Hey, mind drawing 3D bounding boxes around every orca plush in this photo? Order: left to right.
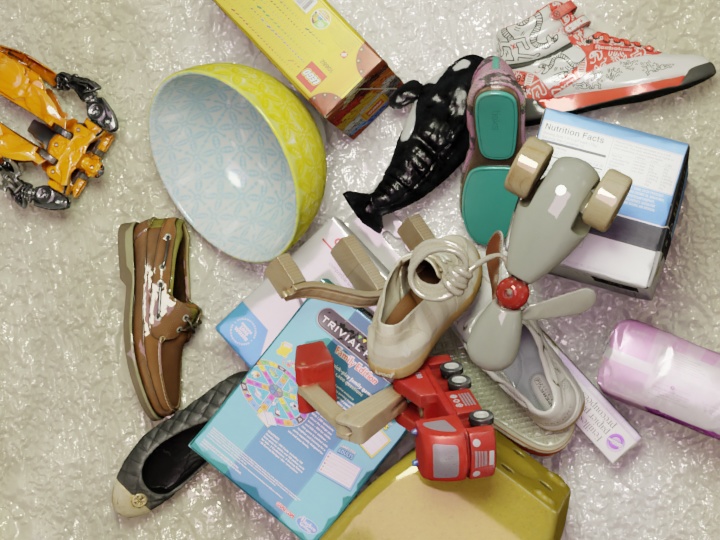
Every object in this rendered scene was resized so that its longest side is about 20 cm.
[{"bbox_3d":[0.064,-0.129,1.464,0.200,0.071,0.105,-38,95,-11],"label":"orca plush"}]

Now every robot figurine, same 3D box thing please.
[{"bbox_3d":[-0.337,-0.150,1.559,0.200,0.058,0.145,33,93,10],"label":"robot figurine"}]

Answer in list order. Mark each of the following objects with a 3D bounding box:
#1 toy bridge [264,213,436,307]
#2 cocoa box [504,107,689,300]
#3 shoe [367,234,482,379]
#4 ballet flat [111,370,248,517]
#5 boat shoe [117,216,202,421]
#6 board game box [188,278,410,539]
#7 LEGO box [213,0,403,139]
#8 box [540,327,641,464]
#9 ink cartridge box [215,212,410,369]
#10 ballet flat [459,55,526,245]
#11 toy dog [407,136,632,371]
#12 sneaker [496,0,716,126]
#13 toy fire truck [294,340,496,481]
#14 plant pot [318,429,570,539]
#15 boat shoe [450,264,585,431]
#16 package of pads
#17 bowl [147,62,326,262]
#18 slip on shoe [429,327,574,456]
[{"bbox_3d":[0.000,0.000,1.420,0.067,0.200,0.027,56,134,15],"label":"toy bridge"},{"bbox_3d":[0.217,-0.056,1.391,0.133,0.200,0.131,16,89,12],"label":"cocoa box"},{"bbox_3d":[0.058,0.018,1.375,0.070,0.200,0.053,2,124,24],"label":"shoe"},{"bbox_3d":[-0.167,0.173,1.505,0.200,0.057,0.066,-42,122,7],"label":"ballet flat"},{"bbox_3d":[-0.192,0.045,1.518,0.068,0.072,0.200,-9,86,9],"label":"boat shoe"},{"bbox_3d":[-0.037,0.132,1.435,0.151,0.047,0.200,39,94,5],"label":"board game box"},{"bbox_3d":[-0.060,-0.230,1.473,0.077,0.149,0.200,-44,81,5],"label":"LEGO box"},{"bbox_3d":[0.185,0.097,1.470,0.039,0.041,0.200,-43,81,5],"label":"box"},{"bbox_3d":[-0.026,0.029,1.494,0.200,0.068,0.116,-44,83,4],"label":"ink cartridge box"},{"bbox_3d":[0.128,-0.116,1.451,0.069,0.200,0.071,4,44,8],"label":"ballet flat"},{"bbox_3d":[0.147,-0.021,1.271,0.132,0.096,0.200,49,114,8],"label":"toy dog"},{"bbox_3d":[0.228,-0.209,1.466,0.201,0.067,0.108,-12,88,11],"label":"sneaker"},{"bbox_3d":[0.025,0.119,1.319,0.141,0.200,0.049,-8,115,-10],"label":"toy fire truck"},{"bbox_3d":[0.083,0.245,1.388,0.194,0.195,0.200,37,101,9],"label":"plant pot"},{"bbox_3d":[0.129,0.058,1.415,0.071,0.069,0.200,-44,64,8],"label":"boat shoe"},{"bbox_3d":[0.314,0.110,1.408,0.200,0.121,0.076,22,91,10],"label":"package of pads"},{"bbox_3d":[-0.097,-0.119,1.482,0.108,0.200,0.200,-34,79,-37],"label":"bowl"},{"bbox_3d":[0.116,0.114,1.471,0.200,0.061,0.074,33,72,21],"label":"slip on shoe"}]
